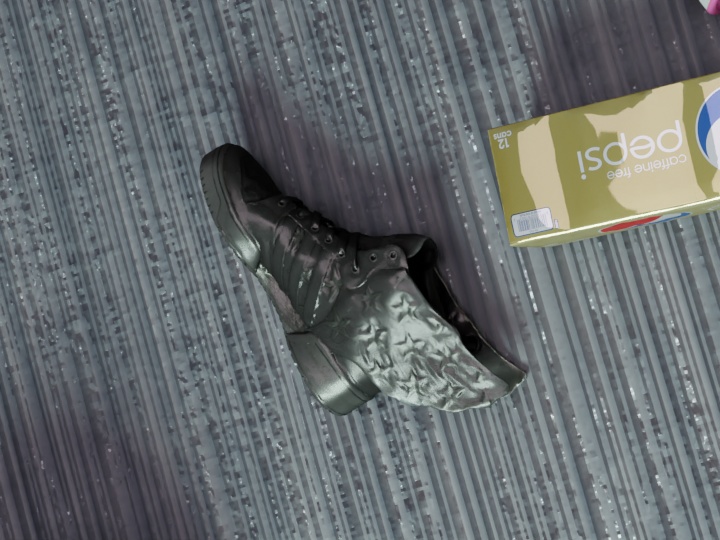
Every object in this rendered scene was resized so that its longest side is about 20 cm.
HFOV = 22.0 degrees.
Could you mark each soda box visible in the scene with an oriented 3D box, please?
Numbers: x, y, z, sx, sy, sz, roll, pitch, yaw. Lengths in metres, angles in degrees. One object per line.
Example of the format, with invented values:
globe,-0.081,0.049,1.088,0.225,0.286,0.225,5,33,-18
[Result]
soda box,0.172,-0.062,0.941,0.199,0.068,0.064,-12,85,23

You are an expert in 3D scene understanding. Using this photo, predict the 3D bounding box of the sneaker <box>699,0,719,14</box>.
sneaker,0.184,-0.236,0.928,0.088,0.081,0.201,26,99,19

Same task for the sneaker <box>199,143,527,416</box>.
sneaker,-0.001,0.000,1.022,0.104,0.060,0.200,-30,84,21
